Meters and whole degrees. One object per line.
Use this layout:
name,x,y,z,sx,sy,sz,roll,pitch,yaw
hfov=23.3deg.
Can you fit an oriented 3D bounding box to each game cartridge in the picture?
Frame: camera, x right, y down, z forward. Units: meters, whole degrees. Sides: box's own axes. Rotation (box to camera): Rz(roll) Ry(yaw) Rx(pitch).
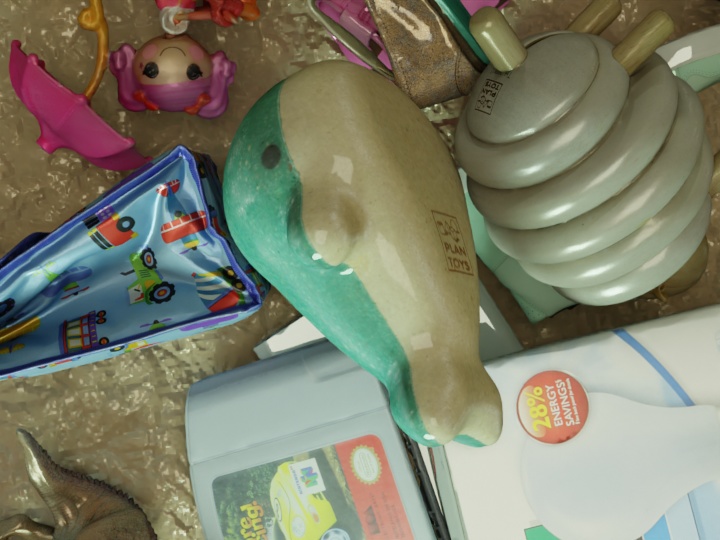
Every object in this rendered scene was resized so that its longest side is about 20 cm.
game cartridge,-0.021,0.145,0.986,0.132,0.041,0.202,-17,97,20

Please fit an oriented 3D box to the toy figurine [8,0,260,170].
toy figurine,-0.118,-0.148,0.954,0.198,0.150,0.186,2,105,-11

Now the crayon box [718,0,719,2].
crayon box,0.308,-0.156,0.988,0.199,0.052,0.126,37,92,-2

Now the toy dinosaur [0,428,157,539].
toy dinosaur,-0.136,0.182,0.984,0.134,0.086,0.202,-14,81,-8

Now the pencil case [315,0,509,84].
pencil case,0.065,-0.187,0.962,0.200,0.094,0.091,-44,92,2

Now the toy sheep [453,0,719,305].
toy sheep,0.115,-0.060,0.878,0.138,0.138,0.200,-41,116,1

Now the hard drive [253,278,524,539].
hard drive,0.047,0.092,1.008,0.131,0.026,0.201,-33,92,1

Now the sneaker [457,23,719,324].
sneaker,0.155,-0.051,0.979,0.200,0.074,0.119,-32,89,8

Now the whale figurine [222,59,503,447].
whale figurine,0.000,0.000,0.848,0.103,0.159,0.201,-27,74,23

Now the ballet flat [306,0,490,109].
ballet flat,-0.009,-0.167,0.888,0.067,0.068,0.201,-31,96,19

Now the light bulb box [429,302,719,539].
light bulb box,0.148,0.129,0.924,0.198,0.125,0.200,-14,83,-1

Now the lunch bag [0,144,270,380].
lunch bag,-0.155,0.019,0.938,0.199,0.151,0.095,-27,92,0
